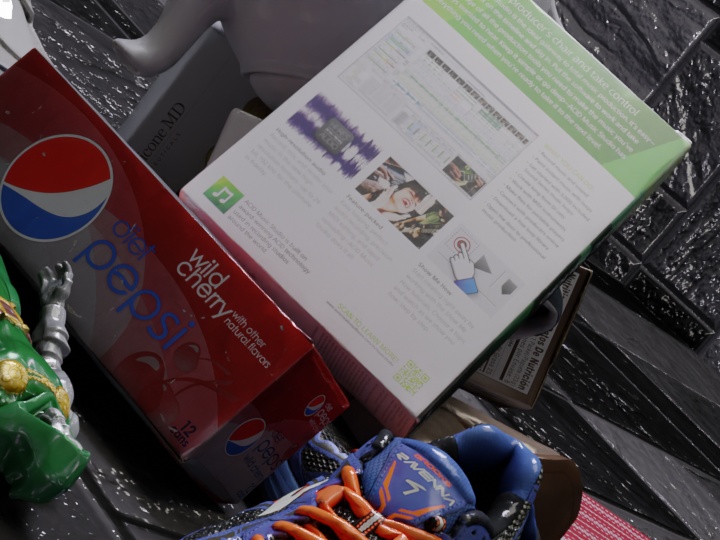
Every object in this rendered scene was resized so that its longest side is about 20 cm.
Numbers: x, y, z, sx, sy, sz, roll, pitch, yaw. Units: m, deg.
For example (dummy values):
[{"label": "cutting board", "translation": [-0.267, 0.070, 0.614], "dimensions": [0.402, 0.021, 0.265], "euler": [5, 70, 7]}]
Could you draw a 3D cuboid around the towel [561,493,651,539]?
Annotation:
[{"label": "towel", "translation": [0.158, 0.183, 1.062], "dimensions": [0.144, 0.023, 0.200], "euler": [36, 8, -13]}]

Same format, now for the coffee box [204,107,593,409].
[{"label": "coffee box", "translation": [0.007, -0.003, 0.937], "dimensions": [0.199, 0.080, 0.114], "euler": [25, -4, -3]}]

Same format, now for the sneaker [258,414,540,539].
[{"label": "sneaker", "translation": [0.035, 0.112, 0.732], "dimensions": [0.200, 0.078, 0.075], "euler": [44, 10, 23]}]

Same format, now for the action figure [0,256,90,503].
[{"label": "action figure", "translation": [-0.140, 0.009, 0.625], "dimensions": [0.118, 0.055, 0.200], "euler": [34, 15, -48]}]

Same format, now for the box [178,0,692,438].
[{"label": "box", "translation": [0.035, -0.040, 0.806], "dimensions": [0.144, 0.200, 0.036], "euler": [44, -24, 8]}]

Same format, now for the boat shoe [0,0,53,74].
[{"label": "boat shoe", "translation": [-0.221, -0.159, 1.018], "dimensions": [0.200, 0.066, 0.072], "euler": [46, 11, 31]}]

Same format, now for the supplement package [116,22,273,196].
[{"label": "supplement package", "translation": [-0.043, -0.051, 1.073], "dimensions": [0.200, 0.114, 0.110], "euler": [36, 10, -13]}]

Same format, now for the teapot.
[{"label": "teapot", "translation": [0.007, -0.128, 0.954], "dimensions": [0.199, 0.147, 0.197], "euler": [12, -1, 26]}]

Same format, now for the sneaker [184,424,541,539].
[{"label": "sneaker", "translation": [-0.003, 0.090, 0.592], "dimensions": [0.075, 0.079, 0.200], "euler": [42, 23, 16]}]

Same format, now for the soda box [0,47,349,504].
[{"label": "soda box", "translation": [-0.095, 0.000, 0.734], "dimensions": [0.200, 0.070, 0.063], "euler": [46, -9, 28]}]

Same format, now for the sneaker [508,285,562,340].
[{"label": "sneaker", "translation": [0.000, 0.000, 0.832], "dimensions": [0.199, 0.073, 0.071], "euler": [-3, 38, -5]}]

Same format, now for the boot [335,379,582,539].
[{"label": "boot", "translation": [0.025, 0.081, 0.897], "dimensions": [0.146, 0.070, 0.200], "euler": [35, -1, 25]}]
